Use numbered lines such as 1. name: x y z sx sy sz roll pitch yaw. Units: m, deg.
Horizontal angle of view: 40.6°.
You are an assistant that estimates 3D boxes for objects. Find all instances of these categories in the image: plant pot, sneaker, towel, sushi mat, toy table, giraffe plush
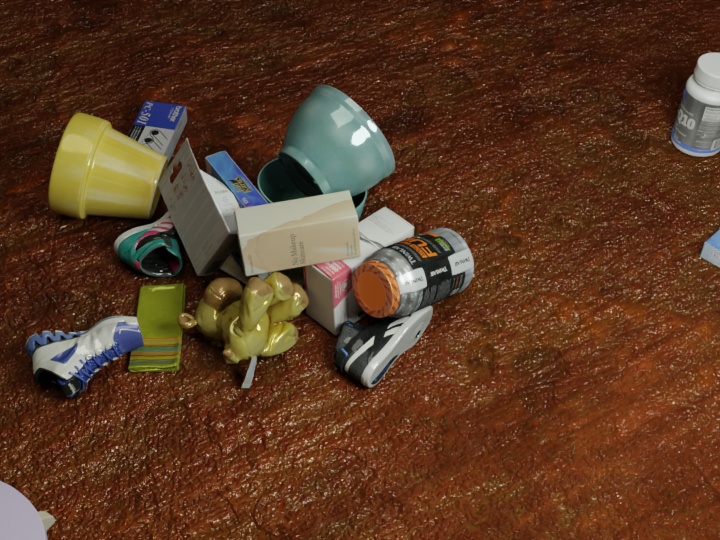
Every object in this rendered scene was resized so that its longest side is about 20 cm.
1. plant pot: -0.057 -0.201 1.688 0.200 0.200 0.134 37 72 30
2. sneaker: -0.459 0.154 1.628 0.199 0.081 0.115 -12 50 -4
3. sneaker: -0.350 -0.055 1.822 0.200 0.084 0.121 -30 48 -18
4. sneaker: 0.030 0.103 1.685 0.112 0.073 0.200 30 53 23
5. towel: -0.357 0.098 1.720 0.086 0.018 0.200 -1 45 -4
6. sushi mat: -0.193 -0.006 1.831 0.200 0.012 0.096 29 52 24
7. toy table: -0.515 0.383 1.365 0.184 0.117 0.200 -34 56 -30
8. plant pot: -0.098 -0.095 1.806 0.200 0.161 0.201 6 40 -5
9. giraffe plush: -0.213 0.079 1.673 0.162 0.173 0.200 25 84 35
10. plant pot: -0.482 -0.184 1.888 0.189 0.201 0.201 17 45 -8

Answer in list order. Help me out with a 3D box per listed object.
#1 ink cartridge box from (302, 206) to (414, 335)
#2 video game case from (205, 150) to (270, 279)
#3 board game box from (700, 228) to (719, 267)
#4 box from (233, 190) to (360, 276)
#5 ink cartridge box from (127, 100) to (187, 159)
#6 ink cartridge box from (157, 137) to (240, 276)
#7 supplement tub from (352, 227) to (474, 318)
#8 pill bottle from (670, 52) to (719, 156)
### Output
1. ink cartridge box: 0.000 0.000 1.735 0.200 0.146 0.085 -35 53 -30
2. video game case: -0.216 -0.089 1.775 0.045 0.181 0.200 -23 49 -22
3. board game box: 0.794 -0.039 1.867 0.200 0.043 0.199 36 56 29
4. box: -0.106 -0.063 1.634 0.200 0.095 0.078 -11 41 -5
5. ink cartridge box: -0.442 -0.283 2.075 0.094 0.044 0.200 8 45 4
6. ink cartridge box: -0.284 -0.113 1.744 0.050 0.162 0.200 -11 69 -37
7. supplement tub: 0.090 0.007 1.666 0.200 0.123 0.122 -22 48 -41
8. pill bottle: 0.737 -0.351 2.064 0.114 0.200 0.114 1 45 -1
